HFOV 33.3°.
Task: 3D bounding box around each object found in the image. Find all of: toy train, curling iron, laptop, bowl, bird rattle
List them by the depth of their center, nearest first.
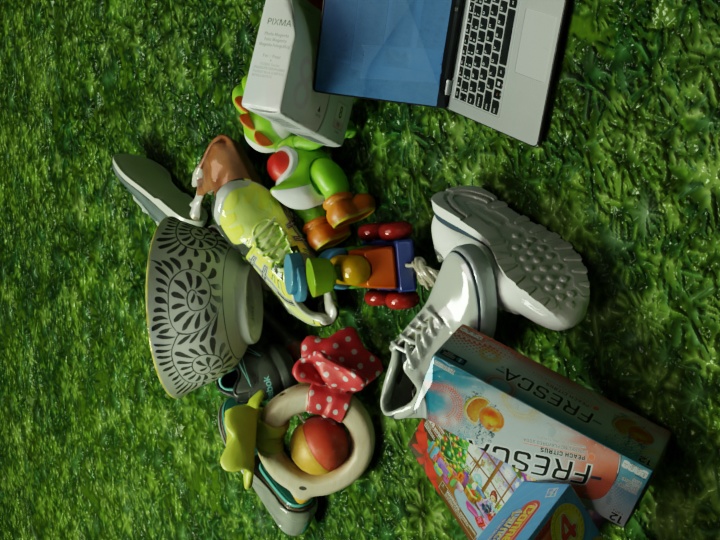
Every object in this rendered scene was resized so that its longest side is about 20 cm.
[{"bbox_3d":[0.070,-0.223,1.058,0.200,0.115,0.188,33,123,46],"label":"laptop"},{"bbox_3d":[0.000,0.000,1.160,0.200,0.115,0.085,-175,78,-73],"label":"toy train"},{"bbox_3d":[-0.053,0.163,1.301,0.163,0.199,0.113,56,-178,-19],"label":"bird rattle"},{"bbox_3d":[-0.161,0.039,1.325,0.201,0.094,0.202,-2,-90,-81],"label":"bowl"},{"bbox_3d":[-0.077,0.100,1.397,0.200,0.025,0.050,47,129,39],"label":"curling iron"}]

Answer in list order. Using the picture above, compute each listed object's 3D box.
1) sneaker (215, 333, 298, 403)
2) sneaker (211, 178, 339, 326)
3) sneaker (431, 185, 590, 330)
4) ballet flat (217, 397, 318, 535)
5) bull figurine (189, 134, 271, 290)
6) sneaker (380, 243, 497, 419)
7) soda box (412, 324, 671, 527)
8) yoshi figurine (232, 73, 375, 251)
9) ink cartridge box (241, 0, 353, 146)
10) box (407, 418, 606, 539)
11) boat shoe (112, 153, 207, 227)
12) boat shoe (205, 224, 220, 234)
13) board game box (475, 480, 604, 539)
[{"bbox_3d":[-0.143,0.100,1.422,0.200,0.079,0.076,33,138,60],"label":"sneaker"},{"bbox_3d":[-0.081,-0.020,1.277,0.200,0.075,0.076,51,169,-33],"label":"sneaker"},{"bbox_3d":[0.131,0.001,1.067,0.200,0.076,0.081,48,142,46],"label":"sneaker"},{"bbox_3d":[-0.119,0.239,1.453,0.200,0.067,0.064,49,140,37],"label":"ballet flat"},{"bbox_3d":[-0.138,-0.059,1.416,0.121,0.065,0.201,-39,67,47],"label":"bull figurine"},{"bbox_3d":[0.066,0.065,1.071,0.073,0.070,0.201,50,141,38],"label":"sneaker"},{"bbox_3d":[0.148,0.125,0.991,0.199,0.068,0.064,27,122,16],"label":"soda box"},{"bbox_3d":[-0.057,-0.129,1.294,0.201,0.112,0.112,57,180,9],"label":"yoshi figurine"},{"bbox_3d":[-0.042,-0.233,1.163,0.057,0.162,0.201,17,91,21],"label":"ink cartridge box"},{"bbox_3d":[0.131,0.193,1.121,0.200,0.039,0.137,55,136,33],"label":"box"},{"bbox_3d":[-0.274,-0.091,1.593,0.200,0.073,0.062,40,123,36],"label":"boat shoe"},{"bbox_3d":[-0.201,0.042,1.528,0.074,0.060,0.201,29,119,49],"label":"boat shoe"},{"bbox_3d":[0.139,0.304,0.939,0.056,0.200,0.196,-9,119,53],"label":"board game box"}]
